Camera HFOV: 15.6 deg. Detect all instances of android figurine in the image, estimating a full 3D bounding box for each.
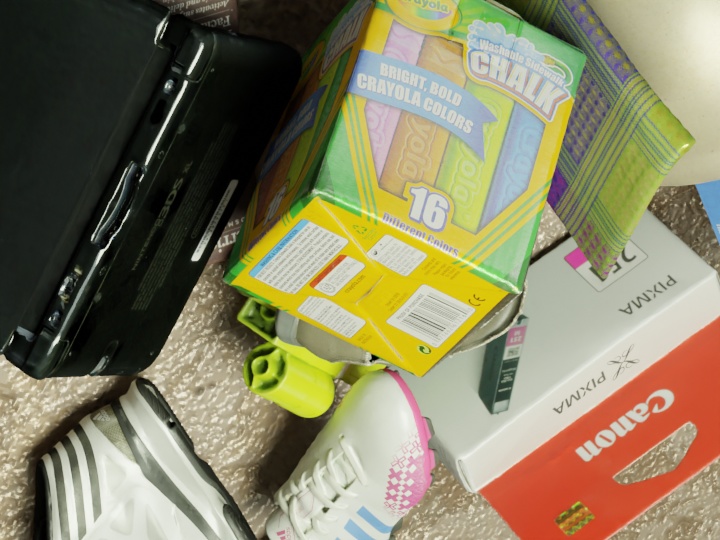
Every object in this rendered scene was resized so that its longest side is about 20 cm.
[{"bbox_3d":[0.000,0.000,1.513,0.182,0.041,0.200,-57,151,-1],"label":"android figurine"}]

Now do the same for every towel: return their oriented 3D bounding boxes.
[{"bbox_3d":[0.103,-0.110,1.431,0.023,0.200,0.144,-23,158,-25],"label":"towel"}]

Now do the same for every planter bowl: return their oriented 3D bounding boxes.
[{"bbox_3d":[0.175,-0.167,1.458,0.200,0.200,0.135,-41,134,-5],"label":"planter bowl"}]

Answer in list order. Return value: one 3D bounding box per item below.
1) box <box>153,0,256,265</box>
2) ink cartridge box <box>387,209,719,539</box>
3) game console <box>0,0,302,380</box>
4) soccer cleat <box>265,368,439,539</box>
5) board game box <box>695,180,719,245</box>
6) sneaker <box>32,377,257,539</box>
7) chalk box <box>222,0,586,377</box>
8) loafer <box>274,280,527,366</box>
[{"bbox_3d":[-0.119,-0.096,1.415,0.100,0.075,0.201,-19,125,-21],"label":"box"},{"bbox_3d":[0.139,0.066,1.584,0.200,0.174,0.044,-35,136,-10],"label":"ink cartridge box"},{"bbox_3d":[-0.149,-0.057,1.362,0.201,0.116,0.176,-62,157,12],"label":"game console"},{"bbox_3d":[-0.011,0.131,1.555,0.086,0.070,0.200,-23,154,-22],"label":"soccer cleat"},{"bbox_3d":[0.276,-0.071,1.612,0.200,0.045,0.152,-60,137,-35],"label":"board game box"},{"bbox_3d":[-0.127,0.166,1.560,0.115,0.076,0.201,-32,119,-1],"label":"sneaker"},{"bbox_3d":[0.029,-0.072,1.377,0.123,0.124,0.201,25,58,-13],"label":"chalk box"},{"bbox_3d":[0.035,0.029,1.480,0.200,0.070,0.076,-8,125,-51],"label":"loafer"}]
